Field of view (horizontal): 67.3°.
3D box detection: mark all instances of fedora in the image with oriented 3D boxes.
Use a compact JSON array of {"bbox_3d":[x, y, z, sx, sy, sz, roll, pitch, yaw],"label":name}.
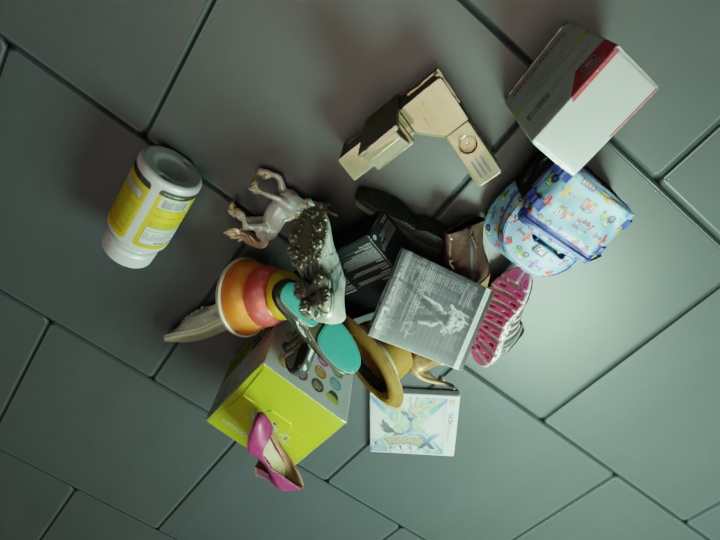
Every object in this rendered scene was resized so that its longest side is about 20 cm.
[{"bbox_3d":[0.033,0.144,0.965,0.081,0.200,0.204,-30,120,-21],"label":"fedora"}]

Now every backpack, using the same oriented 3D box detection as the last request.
[{"bbox_3d":[0.310,-0.078,0.886,0.181,0.135,0.200,35,116,-15],"label":"backpack"}]

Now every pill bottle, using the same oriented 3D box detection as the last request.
[{"bbox_3d":[-0.372,-0.106,0.953,0.113,0.115,0.200,34,117,-14],"label":"pill bottle"}]

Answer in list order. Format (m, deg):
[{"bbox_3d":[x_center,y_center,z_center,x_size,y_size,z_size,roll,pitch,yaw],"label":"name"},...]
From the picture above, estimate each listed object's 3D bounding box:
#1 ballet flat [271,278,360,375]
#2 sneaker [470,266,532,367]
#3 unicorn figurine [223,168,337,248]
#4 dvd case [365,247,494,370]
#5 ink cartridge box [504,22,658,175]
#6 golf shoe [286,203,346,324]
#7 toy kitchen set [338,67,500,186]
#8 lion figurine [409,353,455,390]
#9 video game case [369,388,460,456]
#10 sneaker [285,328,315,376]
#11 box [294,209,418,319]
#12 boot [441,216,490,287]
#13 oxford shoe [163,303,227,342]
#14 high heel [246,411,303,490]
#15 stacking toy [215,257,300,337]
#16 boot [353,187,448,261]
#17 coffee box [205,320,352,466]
[{"bbox_3d":[-0.075,0.091,0.900,0.201,0.068,0.068,52,153,-16],"label":"ballet flat"},{"bbox_3d":[0.274,0.084,1.019,0.073,0.087,0.204,31,113,35],"label":"sneaker"},{"bbox_3d":[-0.147,-0.109,0.961,0.136,0.075,0.199,35,132,-24],"label":"unicorn figurine"},{"bbox_3d":[0.120,0.068,0.902,0.197,0.016,0.151,23,91,-24],"label":"dvd case"},{"bbox_3d":[0.294,-0.246,0.756,0.083,0.201,0.146,31,119,-16],"label":"ink cartridge box"},{"bbox_3d":[-0.064,-0.006,0.877,0.077,0.204,0.097,-17,152,24],"label":"golf shoe"},{"bbox_3d":[0.090,-0.166,0.843,0.198,0.164,0.181,-33,112,22],"label":"toy kitchen set"},{"bbox_3d":[0.104,0.134,1.021,0.121,0.203,0.073,5,140,-36],"label":"lion figurine"},{"bbox_3d":[0.118,0.341,1.214,0.195,0.022,0.186,2,120,5],"label":"video game case"},{"bbox_3d":[-0.072,0.135,1.017,0.074,0.202,0.115,-30,122,27],"label":"sneaker"},{"bbox_3d":[0.000,0.000,0.961,0.198,0.079,0.142,-22,115,42],"label":"box"},{"bbox_3d":[0.150,0.011,0.947,0.198,0.072,0.169,-28,124,-30],"label":"boot"},{"bbox_3d":[-0.323,0.105,1.107,0.197,0.075,0.059,-22,75,26],"label":"oxford shoe"},{"bbox_3d":[-0.147,0.326,0.974,0.094,0.068,0.202,14,137,12],"label":"high heel"},{"bbox_3d":[-0.148,0.047,0.968,0.197,0.147,0.148,-2,123,34],"label":"stacking toy"},{"bbox_3d":[0.055,-0.052,0.973,0.197,0.068,0.132,28,125,-9],"label":"boot"},{"bbox_3d":[-0.150,0.231,1.075,0.199,0.199,0.200,39,117,-16],"label":"coffee box"}]
